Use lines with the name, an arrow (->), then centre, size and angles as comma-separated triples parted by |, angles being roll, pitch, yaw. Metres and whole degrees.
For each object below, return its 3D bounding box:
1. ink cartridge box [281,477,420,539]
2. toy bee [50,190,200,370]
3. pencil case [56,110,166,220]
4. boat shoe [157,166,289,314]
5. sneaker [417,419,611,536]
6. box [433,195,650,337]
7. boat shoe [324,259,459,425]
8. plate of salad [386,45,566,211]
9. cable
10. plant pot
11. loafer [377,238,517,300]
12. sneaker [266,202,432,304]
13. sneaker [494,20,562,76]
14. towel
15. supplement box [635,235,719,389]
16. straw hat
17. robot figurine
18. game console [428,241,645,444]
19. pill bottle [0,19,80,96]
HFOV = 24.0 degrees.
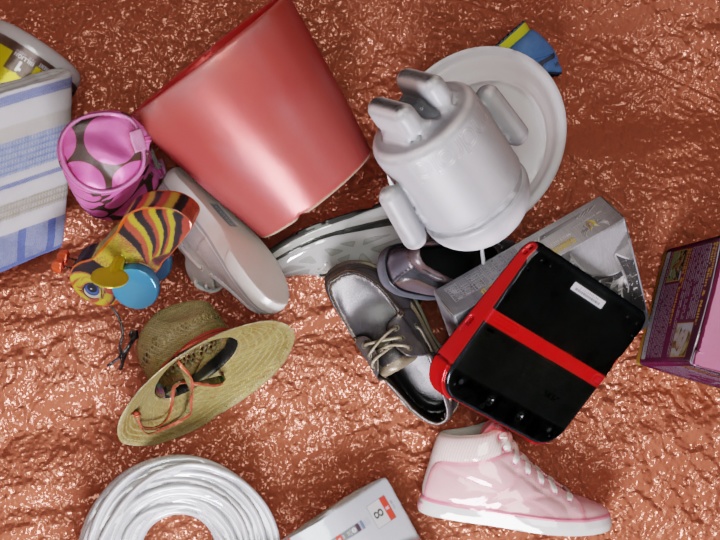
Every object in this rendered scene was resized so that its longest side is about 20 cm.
ink cartridge box -> -0.014, 0.319, 1.665 | 0.200, 0.050, 0.163 | -29, 90, -40
toy bee -> -0.241, -0.002, 1.642 | 0.108, 0.131, 0.200 | 26, 100, -7
pencil case -> -0.238, -0.103, 1.633 | 0.093, 0.200, 0.091 | -7, 87, -5
boat shoe -> -0.146, -0.017, 1.674 | 0.200, 0.072, 0.069 | 47, 112, 24
sneaker -> 0.163, 0.209, 1.720 | 0.199, 0.075, 0.105 | 9, 91, -1
box -> 0.185, 0.038, 1.700 | 0.200, 0.048, 0.159 | -29, 133, -9
boat shoe -> 0.038, 0.073, 1.686 | 0.074, 0.073, 0.200 | -36, 110, 16
plate of salad -> 0.114, -0.130, 1.701 | 0.199, 0.048, 0.201 | -9, 116, -19
cable -> -0.181, 0.284, 1.684 | 0.199, 0.069, 0.201 | 15, 84, -6
plant pot -> -0.097, -0.143, 1.665 | 0.200, 0.200, 0.178 | -39, 100, -7
loafer -> 0.113, -0.001, 1.695 | 0.199, 0.063, 0.072 | 2, 73, -34
sneaker -> 0.000, 0.000, 1.715 | 0.200, 0.076, 0.116 | -19, 87, -9
sneaker -> 0.124, -0.167, 1.745 | 0.200, 0.066, 0.078 | -42, 95, -7
towel -> -0.338, -0.091, 1.624 | 0.024, 0.147, 0.201 | 28, 125, 31
supplement box -> 0.361, 0.045, 1.690 | 0.103, 0.200, 0.131 | 16, 86, -5
straw hat -> -0.171, 0.079, 1.658 | 0.201, 0.201, 0.085 | -31, 67, -7
robot figurine -> 0.088, -0.098, 1.610 | 0.170, 0.113, 0.200 | -44, 121, -10
game console -> 0.175, 0.076, 1.673 | 0.200, 0.031, 0.177 | 30, 99, -41
pill bottle -> -0.370, -0.138, 1.667 | 0.109, 0.109, 0.200 | 32, 84, -3
